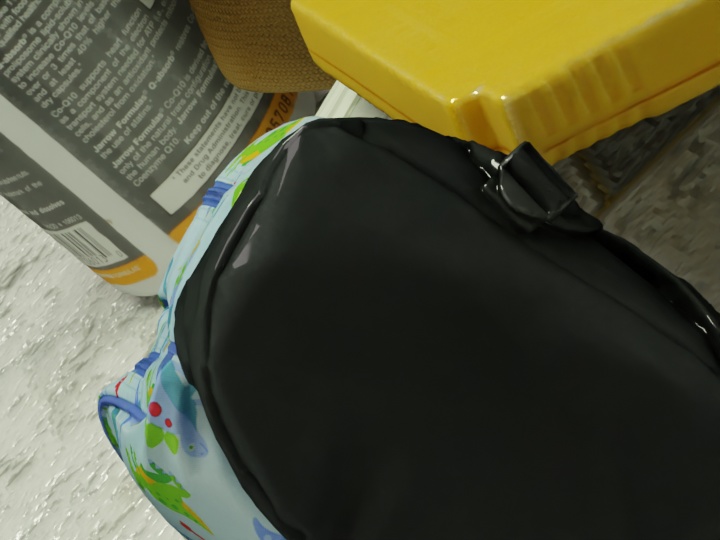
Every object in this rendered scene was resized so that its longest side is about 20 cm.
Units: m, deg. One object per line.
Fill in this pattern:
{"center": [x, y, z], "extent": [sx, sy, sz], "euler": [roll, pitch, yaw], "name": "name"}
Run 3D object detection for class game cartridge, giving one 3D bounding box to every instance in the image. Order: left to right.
{"center": [0.093, -0.095, 0.731], "extent": [0.199, 0.033, 0.176], "euler": [-29, 21, -7], "name": "game cartridge"}

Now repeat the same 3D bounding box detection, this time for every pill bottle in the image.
{"center": [-0.122, -0.090, 0.980], "extent": [0.116, 0.200, 0.117], "euler": [-38, 26, 22], "name": "pill bottle"}

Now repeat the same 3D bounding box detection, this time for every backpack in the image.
{"center": [0.012, 0.032, 0.627], "extent": [0.154, 0.163, 0.200], "euler": [-53, 15, 10], "name": "backpack"}

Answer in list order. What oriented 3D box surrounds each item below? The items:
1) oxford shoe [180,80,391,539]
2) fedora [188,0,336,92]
{"center": [0.000, 0.000, 0.809], "extent": [0.058, 0.075, 0.200], "euler": [18, 67, 26], "name": "oxford shoe"}
{"center": [-0.005, -0.113, 0.919], "extent": [0.200, 0.082, 0.201], "euler": [-11, 22, 4], "name": "fedora"}
